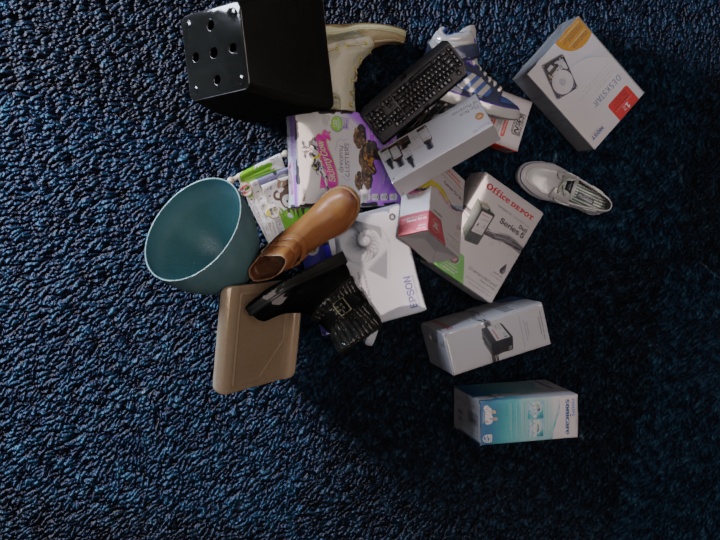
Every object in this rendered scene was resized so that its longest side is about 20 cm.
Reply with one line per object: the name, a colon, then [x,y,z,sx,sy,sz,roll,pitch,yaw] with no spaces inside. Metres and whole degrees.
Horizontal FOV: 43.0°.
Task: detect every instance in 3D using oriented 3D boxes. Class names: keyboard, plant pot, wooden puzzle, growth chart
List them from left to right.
plant pot: [-0.251,-0.037,1.571,0.201,0.200,0.135,-50,138,-6]
plant pot: [-0.183,-0.357,1.513,0.177,0.198,0.203,-12,98,-53]
wooden puzzle: [-0.182,0.112,1.608,0.199,0.037,0.188,-4,103,-54]
growth chart: [-0.134,-0.117,1.667,0.144,0.018,0.201,-33,101,-11]
keyboard: [0.102,-0.299,1.593,0.199,0.040,0.104,-39,100,14]

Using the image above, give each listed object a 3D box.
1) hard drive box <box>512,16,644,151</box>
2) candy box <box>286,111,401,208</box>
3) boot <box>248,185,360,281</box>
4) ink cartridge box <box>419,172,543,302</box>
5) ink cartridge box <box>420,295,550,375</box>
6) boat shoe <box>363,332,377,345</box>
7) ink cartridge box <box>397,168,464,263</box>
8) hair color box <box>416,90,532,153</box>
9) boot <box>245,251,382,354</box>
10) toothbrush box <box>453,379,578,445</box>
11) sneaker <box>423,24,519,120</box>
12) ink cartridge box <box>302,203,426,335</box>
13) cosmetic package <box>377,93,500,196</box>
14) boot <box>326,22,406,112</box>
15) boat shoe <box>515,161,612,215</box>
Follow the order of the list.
hard drive box: [0.419,-0.356,1.759,0.200,0.077,0.156,43,84,-13]
candy box: [-0.031,-0.198,1.650,0.197,0.071,0.170,-3,93,-19]
boot: [-0.093,-0.055,1.539,0.074,0.155,0.200,49,124,-1]
ink cartridge box: [0.228,-0.064,1.725,0.145,0.084,0.201,32,86,-14]
ink cartridge box: [0.231,0.118,1.706,0.197,0.145,0.085,-16,98,-12]
boat shoe: [0.004,0.033,1.690,0.090,0.071,0.203,10,92,-2]
ink cartridge box: [0.131,-0.131,1.646,0.116,0.067,0.203,35,52,-47]
hair color box: [0.213,-0.301,1.719,0.198,0.061,0.103,19,89,-13]
boot: [-0.075,0.077,1.554,0.209,0.079,0.159,-26,92,-20]
toothbrush box: [0.292,0.265,1.731,0.197,0.146,0.087,-3,95,-15]
sneaker: [0.209,-0.362,1.640,0.197,0.081,0.148,15,96,-7]
ink cartridge box: [0.000,0.000,1.634,0.197,0.041,0.202,-16,92,2]
cosmetic package: [0.134,-0.217,1.583,0.198,0.051,0.083,-30,57,9]
boot: [-0.011,-0.365,1.654,0.197,0.072,0.157,-5,94,-8]
boat shoe: [0.399,-0.163,1.770,0.198,0.067,0.075,16,89,-14]
